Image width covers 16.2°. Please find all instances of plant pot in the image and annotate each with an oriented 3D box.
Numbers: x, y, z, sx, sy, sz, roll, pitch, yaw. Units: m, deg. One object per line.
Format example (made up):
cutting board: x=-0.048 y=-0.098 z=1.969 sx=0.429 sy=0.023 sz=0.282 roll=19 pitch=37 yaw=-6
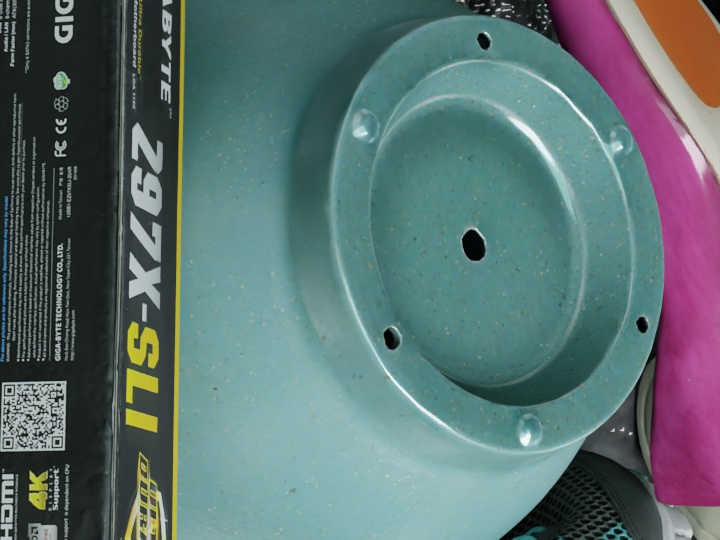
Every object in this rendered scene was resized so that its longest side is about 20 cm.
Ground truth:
plant pot: x=0.000 y=0.000 z=0.715 sx=0.200 sy=0.134 sz=0.201 roll=10 pitch=75 yaw=-38

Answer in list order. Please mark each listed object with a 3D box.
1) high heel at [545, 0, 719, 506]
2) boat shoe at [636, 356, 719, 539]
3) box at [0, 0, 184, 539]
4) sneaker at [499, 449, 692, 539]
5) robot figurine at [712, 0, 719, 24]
high heel: x=0.083 y=-0.014 z=0.771 sx=0.201 sy=0.096 sz=0.067 roll=58 pitch=31 yaw=-9
boat shoe: x=0.163 y=0.099 z=0.827 sx=0.059 sy=0.200 sz=0.072 roll=-9 pitch=134 yaw=-26
box: x=-0.126 y=-0.001 z=0.642 sx=0.159 sy=0.049 sz=0.201 roll=-3 pitch=80 yaw=16
sneaker: x=0.053 y=0.112 z=0.781 sx=0.091 sy=0.200 sz=0.078 roll=34 pitch=116 yaw=-18
robot figurine: x=0.197 y=-0.087 z=0.835 sx=0.200 sy=0.125 sz=0.150 roll=-40 pitch=144 yaw=-12
